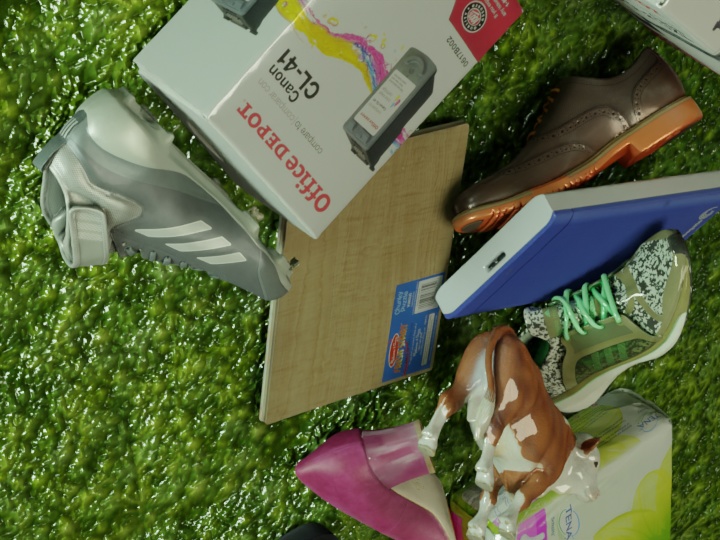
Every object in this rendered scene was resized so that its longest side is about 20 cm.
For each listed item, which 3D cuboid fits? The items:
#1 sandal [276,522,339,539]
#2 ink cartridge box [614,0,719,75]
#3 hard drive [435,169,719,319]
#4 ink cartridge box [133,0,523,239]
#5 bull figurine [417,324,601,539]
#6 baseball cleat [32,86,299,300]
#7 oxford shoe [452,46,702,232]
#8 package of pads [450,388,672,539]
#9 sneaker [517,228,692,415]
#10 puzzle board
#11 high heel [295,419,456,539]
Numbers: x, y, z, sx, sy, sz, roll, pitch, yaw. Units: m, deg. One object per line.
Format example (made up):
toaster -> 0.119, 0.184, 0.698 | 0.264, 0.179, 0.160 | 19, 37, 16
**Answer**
sandal -> -0.091, 0.253, 1.517 | 0.200, 0.043, 0.076 | -37, 136, -17
ink cartridge box -> 0.222, -0.197, 1.414 | 0.200, 0.145, 0.085 | 28, 99, -48
hard drive -> 0.163, -0.020, 1.517 | 0.199, 0.025, 0.132 | -9, 153, -43
ink cartridge box -> -0.016, -0.142, 1.286 | 0.200, 0.086, 0.148 | -49, 139, -6
bull figurine -> 0.112, 0.127, 1.539 | 0.122, 0.065, 0.200 | -59, 138, -27
baseball cleat -> -0.125, -0.027, 1.291 | 0.106, 0.070, 0.200 | -43, 128, -1
oxford shoe -> 0.140, -0.089, 1.482 | 0.199, 0.073, 0.071 | -28, 175, -18
package of pads -> 0.161, 0.199, 1.685 | 0.199, 0.068, 0.155 | -29, 133, -29
sneaker -> 0.164, 0.039, 1.538 | 0.088, 0.077, 0.200 | 8, 140, -32
puzzle board -> 0.000, 0.000, 1.448 | 0.150, 0.017, 0.201 | -16, 128, -35
high heel -> 0.017, 0.182, 1.566 | 0.095, 0.068, 0.200 | -15, 146, 2
